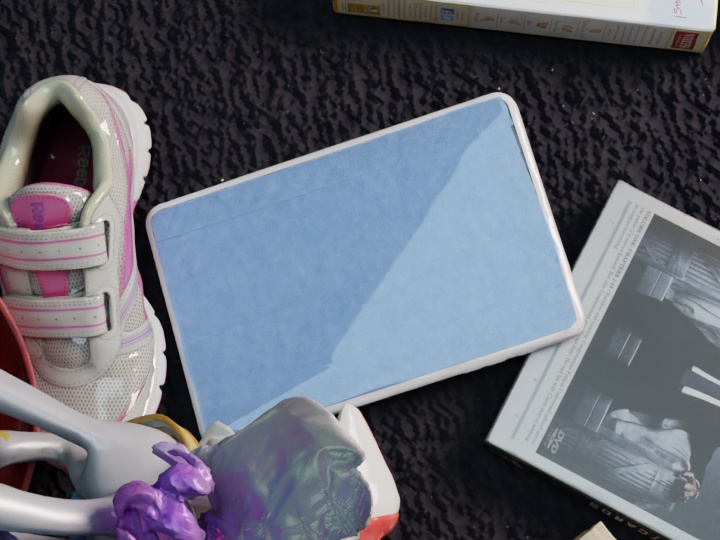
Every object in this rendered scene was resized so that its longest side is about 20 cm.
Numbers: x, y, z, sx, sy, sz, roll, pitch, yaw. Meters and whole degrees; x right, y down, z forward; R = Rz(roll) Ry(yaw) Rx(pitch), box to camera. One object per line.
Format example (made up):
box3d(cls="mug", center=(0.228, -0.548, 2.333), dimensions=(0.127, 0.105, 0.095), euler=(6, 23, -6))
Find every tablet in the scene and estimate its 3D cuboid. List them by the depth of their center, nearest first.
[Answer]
box3d(cls="tablet", center=(0.000, 0.000, 0.843), dimensions=(0.198, 0.014, 0.131), euler=(-18, 76, 5))

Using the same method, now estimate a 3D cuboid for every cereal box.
box3d(cls="cereal box", center=(0.090, -0.196, 0.884), dimensions=(0.198, 0.040, 0.145), euler=(8, 77, 2))

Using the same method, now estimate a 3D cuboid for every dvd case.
box3d(cls="dvd case", center=(0.181, 0.066, 0.830), dimensions=(0.199, 0.025, 0.151), euler=(27, 79, 8))

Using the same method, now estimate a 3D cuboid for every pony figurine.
box3d(cls="pony figurine", center=(-0.082, 0.101, 0.678), dimensions=(0.198, 0.193, 0.168), euler=(13, 113, -21))

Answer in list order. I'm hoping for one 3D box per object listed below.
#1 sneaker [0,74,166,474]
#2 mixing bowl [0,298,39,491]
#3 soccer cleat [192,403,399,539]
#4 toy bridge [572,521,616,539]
box3d(cls="sneaker", center=(-0.144, -0.004, 0.813), dimensions=(0.080, 0.088, 0.202), euler=(-8, 77, 8))
box3d(cls="mixing bowl", center=(-0.243, 0.049, 0.780), dimensions=(0.198, 0.108, 0.202), euler=(-2, 107, -5))
box3d(cls="soccer cleat", center=(-0.080, 0.118, 0.799), dimensions=(0.198, 0.069, 0.086), euler=(-13, 83, -7))
box3d(cls="toy bridge", center=(0.170, 0.201, 0.797), dimensions=(0.067, 0.027, 0.201), euler=(-36, 79, -8))
